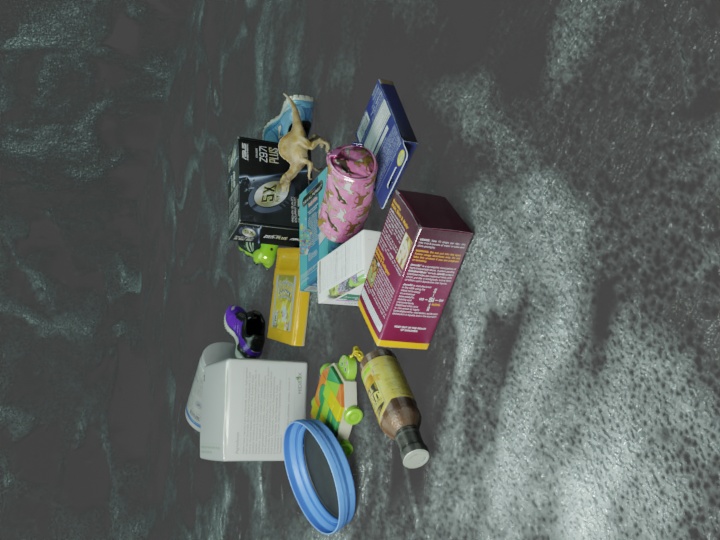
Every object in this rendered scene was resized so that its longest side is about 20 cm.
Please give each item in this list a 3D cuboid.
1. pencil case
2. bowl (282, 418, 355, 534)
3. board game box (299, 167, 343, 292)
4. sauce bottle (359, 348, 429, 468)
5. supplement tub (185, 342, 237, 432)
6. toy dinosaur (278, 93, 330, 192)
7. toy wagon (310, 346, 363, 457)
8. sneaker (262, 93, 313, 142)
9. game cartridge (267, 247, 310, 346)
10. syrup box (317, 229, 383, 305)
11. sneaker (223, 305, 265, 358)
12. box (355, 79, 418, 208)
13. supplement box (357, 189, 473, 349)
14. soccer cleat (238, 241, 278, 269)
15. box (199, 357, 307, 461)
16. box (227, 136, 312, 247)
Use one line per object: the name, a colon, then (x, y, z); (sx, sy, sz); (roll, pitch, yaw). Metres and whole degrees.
pencil case: (-0.024, -0.126, 1.449); (0.200, 0.082, 0.087); (103, 157, -58)
bowl: (-0.071, 0.351, 1.482); (0.200, 0.039, 0.202); (34, 131, 50)
board game box: (-0.070, -0.074, 1.641); (0.151, 0.047, 0.201); (147, 126, -61)
sauce bottle: (0.052, 0.202, 1.271); (0.200, 0.064, 0.065); (-114, 37, -50)
supplement tub: (-0.342, 0.288, 2.080); (0.132, 0.131, 0.201); (-113, 37, -48)
toy dinosaur: (-0.116, -0.255, 1.720); (0.058, 0.101, 0.201); (177, 98, -67)
toy wagon: (-0.041, 0.224, 1.510); (0.155, 0.039, 0.201); (-128, 48, -58)
sneaker: (-0.158, -0.292, 1.860); (0.200, 0.078, 0.090); (131, 135, -54)
game cartridge: (-0.150, 0.052, 1.816); (0.176, 0.032, 0.201); (-178, 93, -67)
syrup box: (0.000, 0.000, 1.420); (0.200, 0.078, 0.082); (148, 124, -61)
sneaker: (-0.263, 0.127, 2.026); (0.100, 0.069, 0.200); (-64, 34, 25)
box: (0.044, -0.207, 1.425); (0.201, 0.032, 0.121); (-105, 30, -41)
supplement box: (0.074, 0.000, 1.238); (0.111, 0.085, 0.201); (-117, 40, -52)
soccer cleat: (-0.233, -0.060, 2.010); (0.081, 0.067, 0.200); (-64, 26, 2)
box: (-0.219, 0.284, 1.742); (0.199, 0.170, 0.201); (158, 115, -64)
box: (-0.187, -0.161, 1.786); (0.086, 0.163, 0.201); (136, 135, -57)
